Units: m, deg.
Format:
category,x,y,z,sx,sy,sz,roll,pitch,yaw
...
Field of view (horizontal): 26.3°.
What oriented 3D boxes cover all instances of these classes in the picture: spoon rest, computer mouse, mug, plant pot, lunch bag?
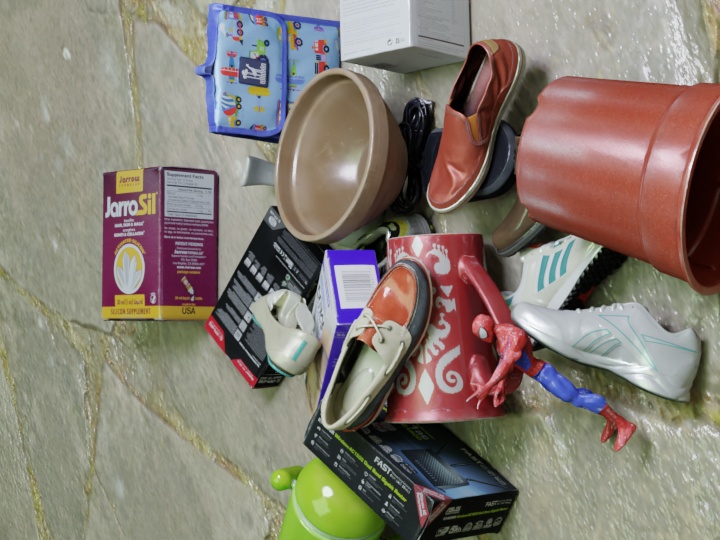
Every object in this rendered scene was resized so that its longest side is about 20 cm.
category,x,y,z,sx,sy,sz,roll,pitch,yaw
spoon rest,-0.053,-0.095,1.895,0.199,0.060,0.100,22,105,27
computer mouse,0.118,-0.126,1.733,0.199,0.052,0.140,5,84,50
mug,0.107,0.061,1.684,0.176,0.133,0.202,-5,86,24
plant pot,-0.010,-0.126,1.776,0.200,0.092,0.203,-18,68,52
plant pot,0.267,-0.097,1.473,0.194,0.200,0.203,16,100,35
lunch bag,-0.123,-0.235,1.856,0.093,0.199,0.152,2,90,43

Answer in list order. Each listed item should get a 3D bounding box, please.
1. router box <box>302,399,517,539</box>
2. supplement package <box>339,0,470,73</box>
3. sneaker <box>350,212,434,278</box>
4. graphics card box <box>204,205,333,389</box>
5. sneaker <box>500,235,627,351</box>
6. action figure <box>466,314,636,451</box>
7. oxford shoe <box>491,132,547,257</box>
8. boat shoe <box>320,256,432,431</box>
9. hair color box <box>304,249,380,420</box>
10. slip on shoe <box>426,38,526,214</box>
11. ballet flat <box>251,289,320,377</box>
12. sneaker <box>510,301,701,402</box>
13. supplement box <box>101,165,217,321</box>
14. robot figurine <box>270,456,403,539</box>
category,x,y,z,sx,sy,sz,roll,pitch,yaw
router box,0.055,0.218,1.710,0.200,0.149,0.063,39,114,36
supplement package,0.049,-0.339,1.758,0.109,0.113,0.202,-5,84,42
sneaker,0.000,0.000,1.818,0.200,0.076,0.076,-49,58,29
graphics card box,-0.109,0.034,1.938,0.126,0.051,0.201,47,120,34
sneaker,0.213,-0.012,1.623,0.094,0.070,0.201,49,123,27
action figure,0.175,0.129,1.564,0.099,0.200,0.065,-49,12,-4
oxford shoe,0.187,-0.107,1.629,0.201,0.084,0.073,-59,10,16
boat shoe,0.015,0.080,1.627,0.071,0.062,0.202,31,104,28
hair color box,-0.021,0.082,1.770,0.201,0.064,0.110,102,164,-48
slip on shoe,0.113,-0.157,1.659,0.074,0.061,0.202,36,110,46
ballet flat,-0.083,0.060,1.797,0.200,0.069,0.070,-121,48,-66
sneaker,0.251,0.065,1.566,0.199,0.070,0.081,21,90,11
supplement box,-0.268,-0.033,2.052,0.130,0.103,0.202,-3,86,44
robot figurine,-0.031,0.294,1.791,0.175,0.116,0.201,33,134,17
